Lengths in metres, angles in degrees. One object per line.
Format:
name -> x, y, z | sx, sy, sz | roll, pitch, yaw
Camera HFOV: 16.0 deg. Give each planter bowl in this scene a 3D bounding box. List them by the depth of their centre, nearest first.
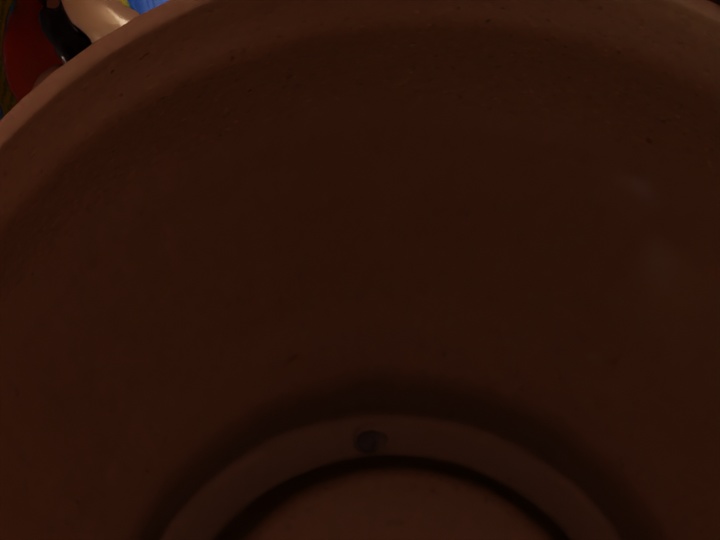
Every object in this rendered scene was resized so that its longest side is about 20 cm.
planter bowl -> 0.012, 0.061, 0.465 | 0.200, 0.200, 0.135 | 46, 161, 13

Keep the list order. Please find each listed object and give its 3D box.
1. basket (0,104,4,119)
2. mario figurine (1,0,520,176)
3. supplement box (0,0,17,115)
basket -> -0.149, -0.131, 0.634 | 0.200, 0.139, 0.176 | 60, 166, 11
mario figurine -> -0.036, -0.050, 0.580 | 0.200, 0.106, 0.124 | -173, 72, -67
supplement box -> -0.165, -0.097, 0.837 | 0.109, 0.109, 0.200 | -5, 152, 21
